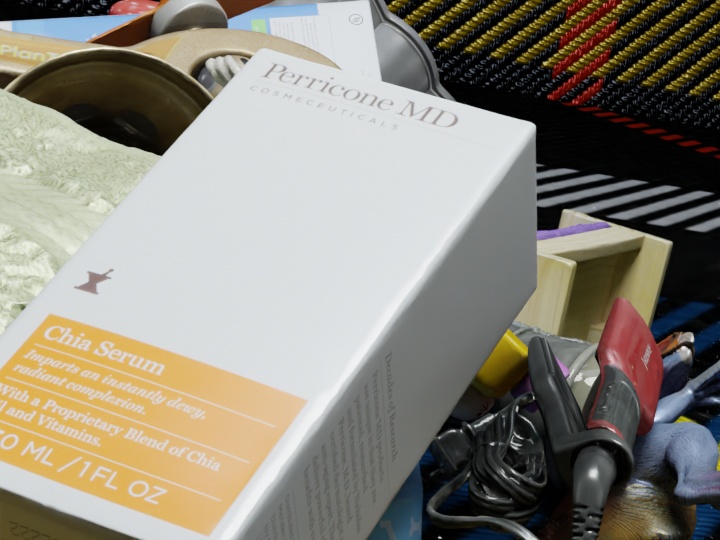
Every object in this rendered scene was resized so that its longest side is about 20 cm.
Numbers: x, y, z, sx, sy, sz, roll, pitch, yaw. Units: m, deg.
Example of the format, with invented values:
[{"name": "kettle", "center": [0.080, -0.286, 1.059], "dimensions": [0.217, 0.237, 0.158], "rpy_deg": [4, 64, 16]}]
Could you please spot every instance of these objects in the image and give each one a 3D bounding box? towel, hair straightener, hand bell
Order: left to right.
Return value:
[{"name": "towel", "center": [-0.157, -0.028, 0.764], "dimensions": [0.200, 0.037, 0.148], "rpy_deg": [26, 34, 23]}, {"name": "hand bell", "center": [-0.119, -0.024, 0.939], "dimensions": [0.104, 0.104, 0.200], "rpy_deg": [10, -6, -16]}, {"name": "hair straightener", "center": [0.060, 0.061, 0.769], "dimensions": [0.077, 0.041, 0.200], "rpy_deg": [-25, 12, 13]}]

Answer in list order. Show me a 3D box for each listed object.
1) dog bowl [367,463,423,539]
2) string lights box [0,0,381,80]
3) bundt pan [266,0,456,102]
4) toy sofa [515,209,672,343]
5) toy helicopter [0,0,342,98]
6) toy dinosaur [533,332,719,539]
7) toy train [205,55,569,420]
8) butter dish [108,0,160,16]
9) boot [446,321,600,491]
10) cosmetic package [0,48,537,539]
[{"name": "dog bowl", "center": [-0.030, 0.073, 0.789], "dimensions": [0.111, 0.050, 0.200], "rpy_deg": [12, 10, -3]}, {"name": "string lights box", "center": [-0.090, -0.064, 1.080], "dimensions": [0.200, 0.103, 0.059], "rpy_deg": [-4, -34, -6]}, {"name": "bundt pan", "center": [-0.048, -0.079, 1.320], "dimensions": [0.202, 0.202, 0.076], "rpy_deg": [17, 43, 26]}, {"name": "toy sofa", "center": [0.082, 0.015, 1.186], "dimensions": [0.098, 0.083, 0.200], "rpy_deg": [17, 10, 20]}, {"name": "toy helicopter", "center": [-0.099, -0.086, 1.008], "dimensions": [0.200, 0.079, 0.132], "rpy_deg": [10, 45, -8]}, {"name": "toy dinosaur", "center": [0.099, 0.067, 0.844], "dimensions": [0.200, 0.105, 0.181], "rpy_deg": [6, 7, -21]}, {"name": "toy train", "center": [0.000, 0.000, 0.889], "dimensions": [0.150, 0.056, 0.200], "rpy_deg": [45, 4, 30]}, {"name": "butter dish", "center": [-0.121, -0.066, 1.206], "dimensions": [0.199, 0.148, 0.200], "rpy_deg": [6, 11, -31]}, {"name": "boot", "center": [0.019, 0.036, 1.017], "dimensions": [0.200, 0.073, 0.182], "rpy_deg": [20, -2, 10]}, {"name": "cosmetic package", "center": [-0.033, 0.027, 0.685], "dimensions": [0.101, 0.071, 0.200], "rpy_deg": [17, 45, 21]}]
